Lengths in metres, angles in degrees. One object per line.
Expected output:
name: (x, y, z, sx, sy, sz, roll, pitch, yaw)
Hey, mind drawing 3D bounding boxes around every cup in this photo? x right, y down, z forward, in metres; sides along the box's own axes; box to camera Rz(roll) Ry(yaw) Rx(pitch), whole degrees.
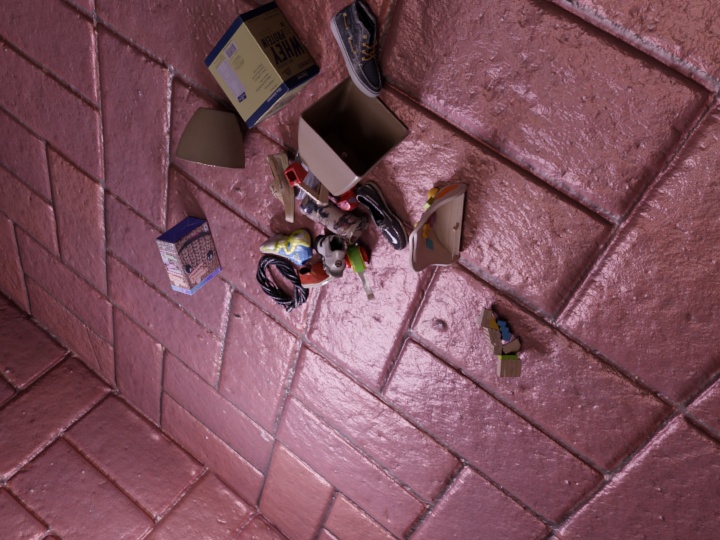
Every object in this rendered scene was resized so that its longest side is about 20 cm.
cup: (-0.413, -0.376, 1.843, 0.197, 0.199, 0.147, 18, 104, 28)

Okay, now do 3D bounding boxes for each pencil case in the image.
pencil case: (-0.075, -0.150, 1.785, 0.198, 0.089, 0.079, 32, 109, 21)

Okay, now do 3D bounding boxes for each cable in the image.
cable: (-0.256, 0.038, 2.105, 0.162, 0.051, 0.202, -27, 101, 47)

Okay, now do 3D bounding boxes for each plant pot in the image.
plant pot: (-0.038, -0.303, 1.576, 0.200, 0.200, 0.177, 45, 151, 1)

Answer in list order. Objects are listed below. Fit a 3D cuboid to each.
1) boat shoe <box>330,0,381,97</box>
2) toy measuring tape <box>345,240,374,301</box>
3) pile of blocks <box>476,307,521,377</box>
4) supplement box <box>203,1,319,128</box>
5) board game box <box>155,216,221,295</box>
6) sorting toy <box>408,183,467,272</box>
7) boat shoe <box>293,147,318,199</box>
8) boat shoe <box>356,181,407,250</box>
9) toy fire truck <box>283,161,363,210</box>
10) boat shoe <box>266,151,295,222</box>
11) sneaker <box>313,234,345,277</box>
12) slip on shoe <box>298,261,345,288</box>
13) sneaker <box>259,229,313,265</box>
boat shoe: (0.009, -0.494, 1.467, 0.090, 0.071, 0.203, -15, 108, 49)
toy measuring tape: (0.000, 0.000, 1.839, 0.072, 0.073, 0.204, -6, 112, 41)
pile of blocks: (0.361, 0.181, 1.702, 0.062, 0.080, 0.204, -126, 13, -81)
supplement box: (-0.245, -0.505, 1.625, 0.198, 0.134, 0.202, -27, 102, 47)
board game box: (-0.580, -0.052, 2.226, 0.095, 0.159, 0.204, 12, 129, 31)
sorting toy: (0.167, -0.089, 1.558, 0.105, 0.180, 0.204, 20, 131, 26)
boat shoe: (-0.147, -0.277, 1.773, 0.072, 0.071, 0.201, 59, 147, 24)
boat shoe: (0.052, -0.130, 1.711, 0.072, 0.063, 0.203, -19, 107, 45)
toy fire truck: (-0.089, -0.219, 1.684, 0.201, 0.142, 0.048, 51, 147, -19)
boat shoe: (-0.216, -0.225, 1.789, 0.072, 0.063, 0.205, 116, 144, -72)
sneaker: (-0.077, -0.067, 1.820, 0.201, 0.072, 0.090, -122, 43, -56)
slip on shoe: (-0.119, 0.006, 1.954, 0.198, 0.074, 0.062, -12, 110, 49)
sneaker: (-0.221, -0.055, 1.987, 0.197, 0.076, 0.107, -8, 116, 42)
